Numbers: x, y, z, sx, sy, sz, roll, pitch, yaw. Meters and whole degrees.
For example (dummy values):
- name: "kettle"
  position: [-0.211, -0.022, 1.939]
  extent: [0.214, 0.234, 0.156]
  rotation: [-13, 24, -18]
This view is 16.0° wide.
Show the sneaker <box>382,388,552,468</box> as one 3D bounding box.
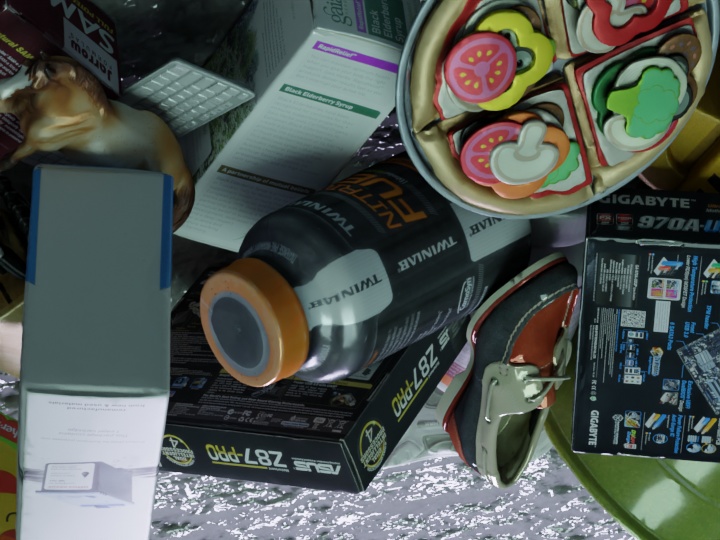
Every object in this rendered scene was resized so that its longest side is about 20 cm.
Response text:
- name: "sneaker"
  position: [0.046, 0.100, 1.809]
  extent: [0.198, 0.079, 0.099]
  rotation: [7, -177, 8]

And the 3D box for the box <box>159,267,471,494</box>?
- name: "box"
  position: [-0.051, 0.064, 1.608]
  extent: [0.199, 0.161, 0.049]
  rotation: [2, 130, 32]

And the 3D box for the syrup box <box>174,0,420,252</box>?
- name: "syrup box"
  position: [-0.043, -0.101, 1.512]
  extent: [0.081, 0.079, 0.200]
  rotation: [15, 138, -27]

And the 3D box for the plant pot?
- name: "plant pot"
  position: [0.245, 0.068, 1.731]
  extent: [0.199, 0.201, 0.190]
  rotation: [26, 120, -38]

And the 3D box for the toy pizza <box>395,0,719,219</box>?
- name: "toy pizza"
  position: [0.115, -0.111, 1.428]
  extent: [0.199, 0.032, 0.201]
  rotation: [-12, 126, -17]

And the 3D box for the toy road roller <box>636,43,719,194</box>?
- name: "toy road roller"
  position: [0.207, -0.071, 1.577]
  extent: [0.145, 0.123, 0.200]
  rotation: [25, 134, -17]

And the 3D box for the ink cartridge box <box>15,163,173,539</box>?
- name: "ink cartridge box"
  position: [-0.155, 0.054, 1.473]
  extent: [0.085, 0.147, 0.200]
  rotation: [2, 149, -6]

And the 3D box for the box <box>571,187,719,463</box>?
- name: "box"
  position: [0.211, 0.038, 1.565]
  extent: [0.158, 0.046, 0.201]
  rotation: [3, 136, 5]

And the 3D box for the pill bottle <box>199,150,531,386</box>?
- name: "pill bottle"
  position: [0.000, 0.000, 1.501]
  extent: [0.199, 0.106, 0.106]
  rotation: [-27, 159, -39]

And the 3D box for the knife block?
- name: "knife block"
  position: [-0.235, 0.019, 1.592]
  extent: [0.175, 0.064, 0.200]
  rotation: [-17, 154, -37]

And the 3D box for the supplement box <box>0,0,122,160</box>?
- name: "supplement box"
  position: [-0.249, -0.105, 1.481]
  extent: [0.199, 0.061, 0.109]
  rotation: [-25, 143, 22]

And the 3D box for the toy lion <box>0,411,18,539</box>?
- name: "toy lion"
  position: [-0.249, 0.164, 1.690]
  extent: [0.199, 0.192, 0.069]
  rotation: [27, 140, 2]

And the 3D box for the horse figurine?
- name: "horse figurine"
  position: [-0.160, -0.066, 1.465]
  extent: [0.132, 0.050, 0.200]
  rotation: [-24, 142, 30]

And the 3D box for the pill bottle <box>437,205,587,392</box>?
- name: "pill bottle"
  position: [0.099, -0.009, 1.639]
  extent: [0.109, 0.110, 0.201]
  rotation: [1, 143, -12]

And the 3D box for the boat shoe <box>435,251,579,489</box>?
- name: "boat shoe"
  position: [0.099, 0.062, 1.574]
  extent: [0.071, 0.063, 0.200]
  rotation: [-21, 153, -28]

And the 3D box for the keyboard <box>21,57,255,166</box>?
- name: "keyboard"
  position: [-0.138, -0.086, 1.518]
  extent: [0.056, 0.011, 0.200]
  rotation: [15, 158, -32]
